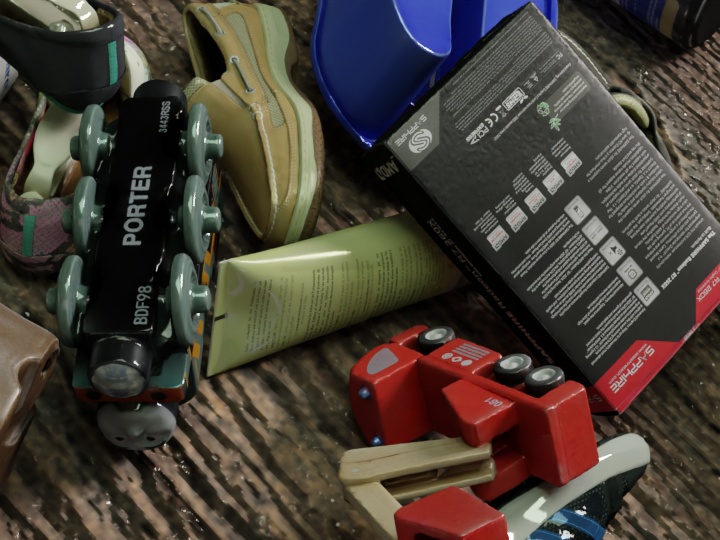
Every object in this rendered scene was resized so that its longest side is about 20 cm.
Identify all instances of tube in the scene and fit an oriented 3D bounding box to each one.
[{"bbox_3d":[0.000,0.000,1.025,0.198,0.052,0.059,-19,93,-32],"label":"tube"}]

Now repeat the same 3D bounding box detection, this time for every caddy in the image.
[{"bbox_3d":[0.042,-0.144,1.138,0.141,0.105,0.201,30,44,-22],"label":"caddy"}]

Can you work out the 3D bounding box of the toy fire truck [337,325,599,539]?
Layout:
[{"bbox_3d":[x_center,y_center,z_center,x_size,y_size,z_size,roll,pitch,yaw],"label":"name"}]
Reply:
[{"bbox_3d":[0.040,0.093,0.908,0.140,0.049,0.199,-26,26,-29],"label":"toy fire truck"}]

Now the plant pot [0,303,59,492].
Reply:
[{"bbox_3d":[-0.256,0.055,0.832,0.197,0.201,0.201,26,48,-2],"label":"plant pot"}]

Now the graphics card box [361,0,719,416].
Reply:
[{"bbox_3d":[0.111,-0.033,1.020,0.125,0.051,0.200,-45,98,-16],"label":"graphics card box"}]

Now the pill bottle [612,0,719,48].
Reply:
[{"bbox_3d":[0.178,-0.251,1.257,0.199,0.112,0.112,37,51,15],"label":"pill bottle"}]

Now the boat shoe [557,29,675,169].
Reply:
[{"bbox_3d":[0.155,-0.084,1.139,0.071,0.066,0.202,-5,54,-22],"label":"boat shoe"}]

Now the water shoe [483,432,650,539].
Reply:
[{"bbox_3d":[0.085,0.155,0.931,0.199,0.071,0.079,-30,90,-34],"label":"water shoe"}]

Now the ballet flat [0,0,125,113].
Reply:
[{"bbox_3d":[-0.207,-0.165,0.994,0.199,0.073,0.073,35,50,10],"label":"ballet flat"}]

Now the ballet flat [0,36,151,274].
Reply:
[{"bbox_3d":[-0.160,-0.088,1.051,0.068,0.072,0.201,15,48,-1],"label":"ballet flat"}]

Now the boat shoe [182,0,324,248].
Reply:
[{"bbox_3d":[-0.073,-0.088,1.074,0.075,0.072,0.201,11,37,-24],"label":"boat shoe"}]

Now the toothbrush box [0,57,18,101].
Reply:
[{"bbox_3d":[-0.292,-0.103,1.017,0.144,0.086,0.201,21,49,1],"label":"toothbrush box"}]

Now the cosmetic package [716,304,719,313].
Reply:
[{"bbox_3d":[0.295,0.053,1.034,0.080,0.113,0.201,-12,56,-24],"label":"cosmetic package"}]

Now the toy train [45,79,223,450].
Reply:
[{"bbox_3d":[-0.111,-0.004,0.964,0.084,0.115,0.202,-2,50,4],"label":"toy train"}]
